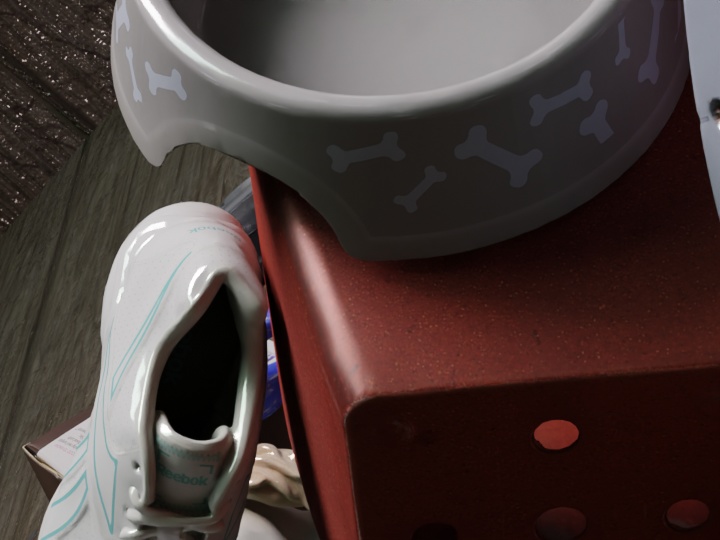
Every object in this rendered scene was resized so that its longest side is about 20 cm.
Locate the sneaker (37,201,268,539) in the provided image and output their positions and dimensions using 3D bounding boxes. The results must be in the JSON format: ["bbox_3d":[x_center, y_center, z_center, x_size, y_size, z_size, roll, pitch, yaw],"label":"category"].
[{"bbox_3d":[-0.074,0.079,1.028,0.080,0.070,0.202,-140,58,-72],"label":"sneaker"}]

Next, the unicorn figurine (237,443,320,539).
[{"bbox_3d":[-0.040,0.161,1.162,0.074,0.136,0.202,-117,31,-83],"label":"unicorn figurine"}]

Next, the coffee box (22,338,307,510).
[{"bbox_3d":[-0.028,0.080,1.235,0.199,0.114,0.080,-30,22,-16],"label":"coffee box"}]

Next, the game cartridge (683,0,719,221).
[{"bbox_3d":[0.162,-0.002,0.841,0.040,0.201,0.133,-19,3,-33],"label":"game cartridge"}]

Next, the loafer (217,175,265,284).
[{"bbox_3d":[0.006,-0.034,1.211,0.200,0.071,0.068,-36,-6,27],"label":"loafer"}]

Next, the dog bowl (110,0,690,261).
[{"bbox_3d":[0.011,-0.099,0.950,0.201,0.199,0.059,-59,-23,-33],"label":"dog bowl"}]

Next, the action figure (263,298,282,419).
[{"bbox_3d":[0.000,0.000,1.151,0.199,0.065,0.099,-15,43,14],"label":"action figure"}]

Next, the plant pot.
[{"bbox_3d":[0.061,0.025,0.996,0.177,0.198,0.201,-92,-4,-48],"label":"plant pot"}]
